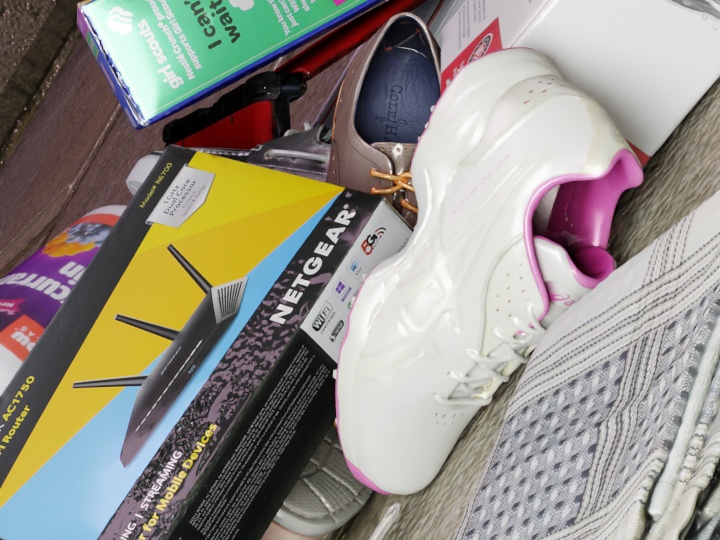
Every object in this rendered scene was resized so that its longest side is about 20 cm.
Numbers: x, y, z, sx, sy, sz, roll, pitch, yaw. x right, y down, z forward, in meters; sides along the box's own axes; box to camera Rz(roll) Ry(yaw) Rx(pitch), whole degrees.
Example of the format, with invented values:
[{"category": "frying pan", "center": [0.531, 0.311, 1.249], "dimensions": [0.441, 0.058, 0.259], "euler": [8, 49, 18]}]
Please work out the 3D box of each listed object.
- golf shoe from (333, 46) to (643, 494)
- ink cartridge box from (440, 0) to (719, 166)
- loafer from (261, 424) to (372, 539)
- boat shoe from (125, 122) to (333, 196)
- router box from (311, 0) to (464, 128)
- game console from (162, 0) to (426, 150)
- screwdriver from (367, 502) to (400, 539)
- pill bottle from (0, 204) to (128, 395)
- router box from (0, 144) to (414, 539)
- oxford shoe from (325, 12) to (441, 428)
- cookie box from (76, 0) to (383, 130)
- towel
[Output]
[{"category": "golf shoe", "center": [0.051, 0.013, 1.196], "dimensions": [0.091, 0.075, 0.200], "euler": [34, 116, 37]}, {"category": "ink cartridge box", "center": [0.126, -0.136, 1.271], "dimensions": [0.200, 0.084, 0.144], "euler": [-52, 12, 19]}, {"category": "loafer", "center": [-0.033, 0.079, 1.344], "dimensions": [0.063, 0.072, 0.200], "euler": [-49, 12, 25]}, {"category": "boat shoe", "center": [-0.021, -0.035, 1.429], "dimensions": [0.200, 0.072, 0.071], "euler": [16, 71, 31]}, {"category": "router box", "center": [0.041, -0.119, 1.634], "dimensions": [0.200, 0.049, 0.179], "euler": [-60, 13, -18]}, {"category": "game console", "center": [-0.027, -0.061, 1.585], "dimensions": [0.200, 0.119, 0.173], "euler": [163, 104, -71]}, {"category": "screwdriver", "center": [-0.036, 0.182, 1.210], "dimensions": [0.200, 0.029, 0.028], "euler": [-52, 12, 0]}, {"category": "pill bottle", "center": [-0.167, 0.059, 1.508], "dimensions": [0.200, 0.111, 0.111], "euler": [-41, 0, -40]}, {"category": "router box", "center": [-0.078, 0.049, 1.267], "dimensions": [0.149, 0.051, 0.200], "euler": [14, 66, 46]}, {"category": "oxford shoe", "center": [0.009, -0.021, 1.318], "dimensions": [0.073, 0.071, 0.200], "euler": [99, 172, -66]}, {"category": "cookie box", "center": [-0.047, -0.152, 1.541], "dimensions": [0.200, 0.075, 0.171], "euler": [-30, 5, -4]}, {"category": "towel", "center": [0.086, 0.061, 1.026], "dimensions": [0.200, 0.035, 0.193], "euler": [-36, 22, 55]}]
